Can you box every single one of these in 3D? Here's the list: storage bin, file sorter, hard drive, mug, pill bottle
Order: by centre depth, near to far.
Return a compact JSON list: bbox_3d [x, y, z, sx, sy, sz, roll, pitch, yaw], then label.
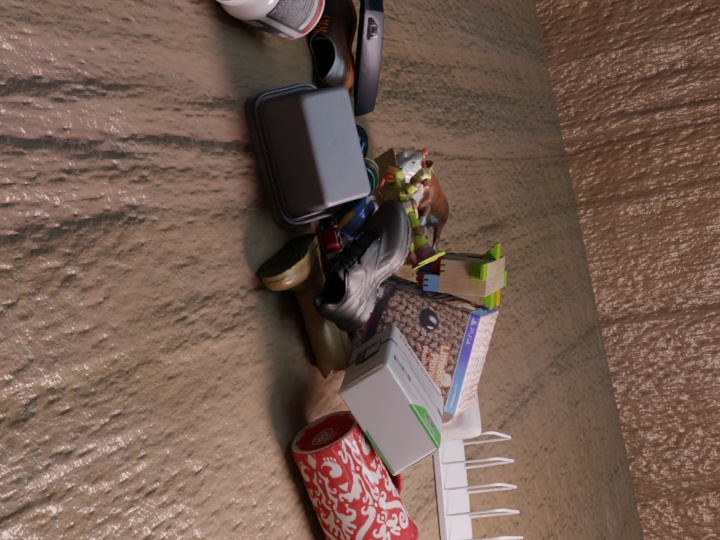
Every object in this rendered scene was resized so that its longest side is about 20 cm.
[{"bbox_3d":[-0.015,0.307,1.587,0.178,0.132,0.203,-95,162,-72],"label":"mug"},{"bbox_3d":[-0.057,-0.174,1.596,0.144,0.134,0.204,-18,99,-29],"label":"storage bin"},{"bbox_3d":[-0.141,-0.412,1.601,0.199,0.114,0.118,5,75,-67],"label":"pill bottle"},{"bbox_3d":[0.013,-0.382,1.907,0.136,0.041,0.202,-92,-174,-51],"label":"hard drive"},{"bbox_3d":[0.221,0.406,2.065,0.138,0.123,0.204,27,55,-62],"label":"file sorter"}]

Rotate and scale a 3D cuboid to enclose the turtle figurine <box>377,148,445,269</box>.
[{"bbox_3d":[0.070,-0.089,1.625,0.064,0.200,0.164,-19,84,-25],"label":"turtle figurine"}]

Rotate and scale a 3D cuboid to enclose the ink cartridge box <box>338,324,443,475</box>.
[{"bbox_3d":[0.049,0.182,1.596,0.147,0.083,0.200,57,12,-7],"label":"ink cartridge box"}]

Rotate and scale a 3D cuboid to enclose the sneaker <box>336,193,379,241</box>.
[{"bbox_3d":[0.021,-0.056,1.680,0.088,0.075,0.200,47,2,10],"label":"sneaker"}]

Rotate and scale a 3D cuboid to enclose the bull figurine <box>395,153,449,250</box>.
[{"bbox_3d":[0.098,-0.103,1.766,0.200,0.064,0.123,40,67,-64],"label":"bull figurine"}]

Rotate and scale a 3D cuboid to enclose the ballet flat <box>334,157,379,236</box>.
[{"bbox_3d":[-0.001,-0.132,1.755,0.201,0.067,0.073,104,13,-57],"label":"ballet flat"}]

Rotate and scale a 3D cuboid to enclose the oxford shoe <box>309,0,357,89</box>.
[{"bbox_3d":[-0.050,-0.407,1.871,0.072,0.070,0.204,12,69,-60],"label":"oxford shoe"}]

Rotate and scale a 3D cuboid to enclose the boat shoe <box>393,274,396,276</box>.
[{"bbox_3d":[0.000,0.000,1.810,0.068,0.072,0.199,47,14,20],"label":"boat shoe"}]

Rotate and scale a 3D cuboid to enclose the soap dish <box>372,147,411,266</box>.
[{"bbox_3d":[0.059,-0.102,1.920,0.157,0.080,0.204,20,60,-89],"label":"soap dish"}]

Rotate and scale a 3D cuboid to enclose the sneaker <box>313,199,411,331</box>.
[{"bbox_3d":[0.002,-0.011,1.570,0.090,0.075,0.203,25,91,-48],"label":"sneaker"}]

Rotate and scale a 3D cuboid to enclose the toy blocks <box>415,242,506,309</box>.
[{"bbox_3d":[0.149,0.003,1.754,0.200,0.134,0.102,-15,110,-72],"label":"toy blocks"}]

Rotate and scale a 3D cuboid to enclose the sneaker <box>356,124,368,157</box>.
[{"bbox_3d":[-0.015,-0.197,1.818,0.073,0.082,0.201,43,31,-9],"label":"sneaker"}]

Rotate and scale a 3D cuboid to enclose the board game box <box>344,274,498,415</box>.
[{"bbox_3d":[0.096,0.114,1.752,0.097,0.197,0.162,-9,114,-66],"label":"board game box"}]

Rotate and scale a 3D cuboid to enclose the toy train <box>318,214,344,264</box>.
[{"bbox_3d":[-0.042,-0.041,1.700,0.046,0.034,0.202,67,7,-52],"label":"toy train"}]

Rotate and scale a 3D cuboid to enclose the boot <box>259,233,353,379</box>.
[{"bbox_3d":[-0.070,0.064,1.619,0.175,0.065,0.203,-47,124,-62],"label":"boot"}]

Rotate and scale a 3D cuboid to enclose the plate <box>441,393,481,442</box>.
[{"bbox_3d":[0.115,0.189,1.858,0.032,0.198,0.204,4,74,-39],"label":"plate"}]
